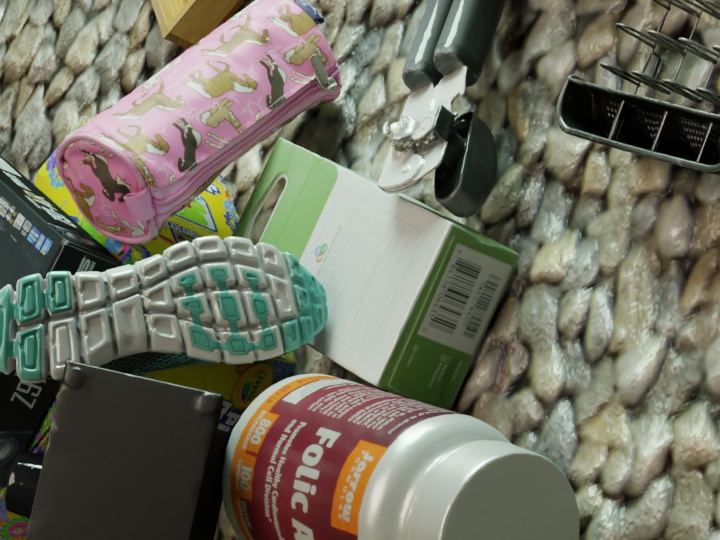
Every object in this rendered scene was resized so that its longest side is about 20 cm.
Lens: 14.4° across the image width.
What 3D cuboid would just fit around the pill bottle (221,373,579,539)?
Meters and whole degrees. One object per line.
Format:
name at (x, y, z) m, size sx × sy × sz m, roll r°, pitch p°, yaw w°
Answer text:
pill bottle at (0.021, 0.128, 1.558) m, size 0.200 × 0.114 × 0.115 m, roll 13°, pitch 82°, yaw 54°

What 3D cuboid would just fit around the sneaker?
sneaker at (-0.120, 0.027, 1.653) m, size 0.091 × 0.199 × 0.078 m, roll 128°, pitch 138°, yaw -77°

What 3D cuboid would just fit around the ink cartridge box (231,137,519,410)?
ink cartridge box at (0.000, 0.000, 1.695) m, size 0.200 × 0.059 × 0.104 m, roll 29°, pitch 95°, yaw 53°

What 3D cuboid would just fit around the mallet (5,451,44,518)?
mallet at (-0.184, 0.210, 1.742) m, size 0.041 × 0.066 × 0.201 m, roll -55°, pitch -32°, yaw -75°

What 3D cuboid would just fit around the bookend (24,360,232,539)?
bookend at (-0.132, 0.165, 1.644) m, size 0.199 × 0.092 × 0.201 m, roll 45°, pitch -122°, yaw -83°

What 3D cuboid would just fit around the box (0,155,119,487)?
box at (-0.243, 0.022, 1.798) m, size 0.161 × 0.043 × 0.200 m, roll -62°, pitch 36°, yaw 8°

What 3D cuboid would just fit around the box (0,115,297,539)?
box at (-0.168, 0.047, 1.828) m, size 0.200 × 0.122 × 0.193 m, roll -49°, pitch 40°, yaw 24°

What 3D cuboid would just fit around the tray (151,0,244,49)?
tray at (-0.118, -0.254, 1.992) m, size 0.099 × 0.037 × 0.200 m, roll -47°, pitch 40°, yaw 26°

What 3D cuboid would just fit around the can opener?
can opener at (0.057, -0.115, 1.674) m, size 0.053 × 0.066 × 0.201 m, roll -22°, pitch 40°, yaw 41°

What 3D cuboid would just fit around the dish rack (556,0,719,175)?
dish rack at (0.200, -0.148, 1.527) m, size 0.153 × 0.054 × 0.201 m, roll 20°, pitch 88°, yaw 53°

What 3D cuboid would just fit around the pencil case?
pencil case at (-0.098, -0.094, 1.761) m, size 0.200 × 0.083 × 0.086 m, roll -39°, pitch 7°, yaw -36°
